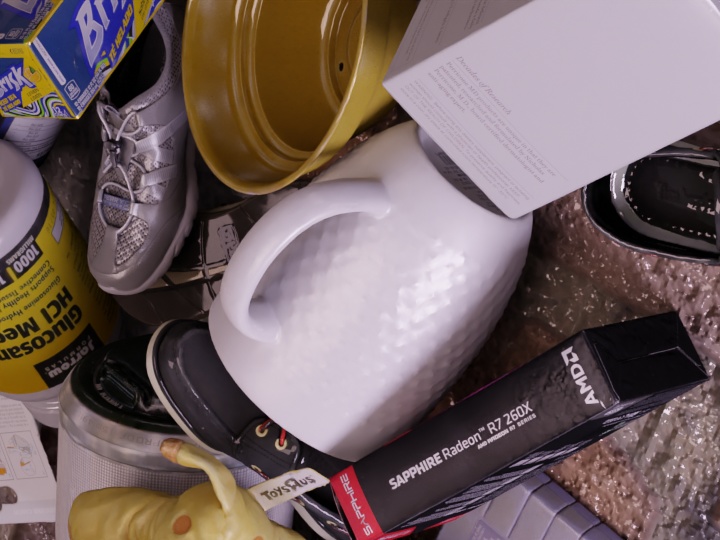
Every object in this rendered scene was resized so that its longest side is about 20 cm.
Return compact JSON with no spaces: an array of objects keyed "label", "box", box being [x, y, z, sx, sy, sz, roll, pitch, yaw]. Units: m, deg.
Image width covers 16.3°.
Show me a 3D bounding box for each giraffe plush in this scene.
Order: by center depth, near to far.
[{"label":"giraffe plush","box":[-0.099,0.217,1.480,0.172,0.163,0.200,28,143,-14]}]

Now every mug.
[{"label":"mug","box":[0.000,0.000,1.485,0.176,0.199,0.148,-50,56,24]}]

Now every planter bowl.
[{"label":"planter bowl","box":[-0.022,-0.141,1.510,0.200,0.083,0.202,-13,74,53]}]

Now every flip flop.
[{"label":"flip flop","box":[-0.084,-0.016,1.649,0.199,0.057,0.082,-16,89,27]}]

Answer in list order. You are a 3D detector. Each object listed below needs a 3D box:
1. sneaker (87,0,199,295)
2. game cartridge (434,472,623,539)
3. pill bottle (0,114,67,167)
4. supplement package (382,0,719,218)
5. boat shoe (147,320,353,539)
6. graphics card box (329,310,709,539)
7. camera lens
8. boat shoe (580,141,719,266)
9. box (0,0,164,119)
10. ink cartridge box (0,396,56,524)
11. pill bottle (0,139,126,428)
[{"label":"sneaker","box":[-0.147,-0.086,1.608,0.074,0.082,0.202,9,87,35]},{"label":"game cartridge","box":[0.093,0.218,1.596,0.130,0.038,0.201,43,128,25]},{"label":"pill bottle","box":[-0.244,-0.131,1.697,0.112,0.112,0.200,48,129,15]},{"label":"supplement package","box":[0.131,-0.135,1.358,0.199,0.117,0.117,-26,118,42]},{"label":"boat shoe","box":[-0.045,0.097,1.553,0.201,0.074,0.063,43,153,-22]},{"label":"graphics card box","box":[0.092,0.093,1.466,0.199,0.125,0.051,-31,77,32]},{"label":"camera lens","box":[-0.123,0.153,1.665,0.159,0.160,0.201,20,118,33]},{"label":"boat shoe","box":[0.216,-0.032,1.387,0.200,0.063,0.074,10,110,35]},{"label":"box","box":[-0.162,-0.185,1.551,0.070,0.201,0.064,4,140,38]},{"label":"ink cartridge box","box":[-0.286,0.088,1.863,0.161,0.050,0.201,-7,109,40]},{"label":"pill bottle","box":[-0.228,0.015,1.689,0.112,0.113,0.200,15,150,35]}]
